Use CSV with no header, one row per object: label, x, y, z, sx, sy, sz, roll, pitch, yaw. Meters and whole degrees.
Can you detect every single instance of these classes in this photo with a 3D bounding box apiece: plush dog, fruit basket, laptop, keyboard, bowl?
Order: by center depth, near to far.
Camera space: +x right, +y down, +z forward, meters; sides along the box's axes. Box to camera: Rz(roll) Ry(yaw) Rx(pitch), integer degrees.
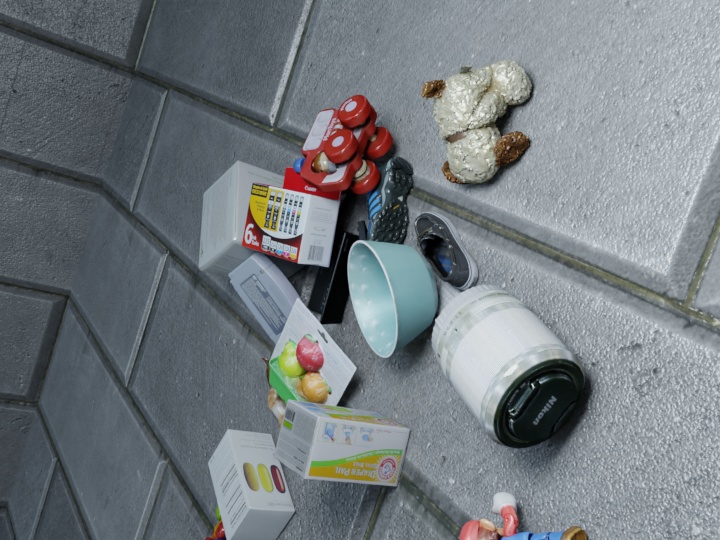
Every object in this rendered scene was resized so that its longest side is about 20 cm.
plush dog,0.182,-0.231,1.447,0.198,0.158,0.176,-21,84,51
keyboard,0.149,0.054,1.489,0.057,0.010,0.200,-64,35,18
bowl,0.062,0.037,1.507,0.200,0.103,0.206,165,90,-69
keyboard,0.000,0.000,1.660,0.105,0.039,0.204,71,-168,-62
fruit basket,-0.094,0.183,1.700,0.186,0.093,0.202,47,127,23
laptop,-0.067,0.005,1.751,0.199,0.102,0.181,21,95,54

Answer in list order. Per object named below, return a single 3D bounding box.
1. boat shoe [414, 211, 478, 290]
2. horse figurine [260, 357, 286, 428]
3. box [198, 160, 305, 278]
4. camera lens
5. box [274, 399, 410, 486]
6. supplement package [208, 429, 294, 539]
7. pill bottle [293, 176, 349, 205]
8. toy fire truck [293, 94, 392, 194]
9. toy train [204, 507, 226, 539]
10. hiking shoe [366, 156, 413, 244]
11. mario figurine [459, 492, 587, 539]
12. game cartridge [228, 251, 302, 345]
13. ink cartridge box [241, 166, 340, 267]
boat shoe,0.130,-0.040,1.503,0.071,0.065,0.202,-56,38,26
horse figurine,-0.159,0.277,1.828,0.202,0.049,0.134,62,146,36
box,-0.233,-0.096,1.953,0.170,0.196,0.204,-30,53,46
camera lens,0.206,0.134,1.238,0.162,0.157,0.201,-62,35,19
box,-0.029,0.294,1.497,0.112,0.197,0.104,15,90,55
supplement package,-0.227,0.446,1.820,0.111,0.112,0.202,-57,39,27
pill bottle,-0.067,-0.197,1.821,0.202,0.108,0.110,-59,37,24
toy fire truck,-0.044,-0.231,1.669,0.165,0.112,0.203,-2,54,37
toy train,-0.304,0.572,1.927,0.201,0.083,0.117,-49,31,35
hiking shoe,0.046,-0.111,1.663,0.086,0.073,0.204,-14,56,58
mario figurine,0.225,0.386,1.217,0.197,0.107,0.124,-6,37,45
game cartridge,-0.188,0.062,1.872,0.132,0.041,0.202,-32,96,42
ink cartridge box,-0.137,-0.115,1.746,0.198,0.083,0.180,15,96,47
